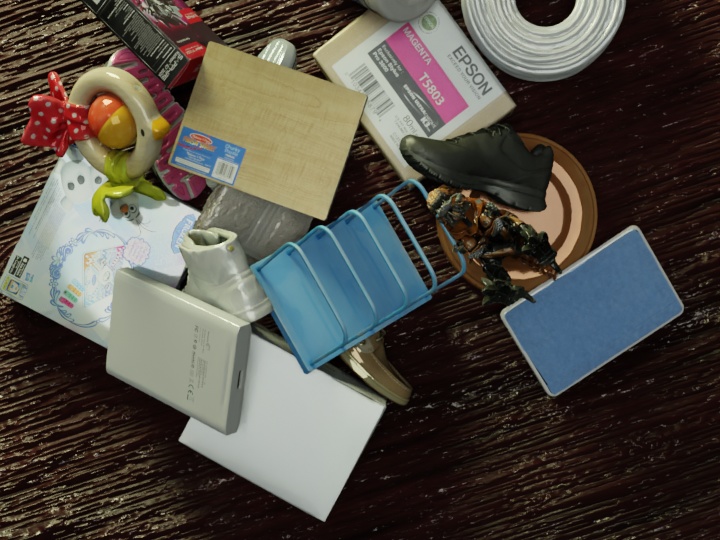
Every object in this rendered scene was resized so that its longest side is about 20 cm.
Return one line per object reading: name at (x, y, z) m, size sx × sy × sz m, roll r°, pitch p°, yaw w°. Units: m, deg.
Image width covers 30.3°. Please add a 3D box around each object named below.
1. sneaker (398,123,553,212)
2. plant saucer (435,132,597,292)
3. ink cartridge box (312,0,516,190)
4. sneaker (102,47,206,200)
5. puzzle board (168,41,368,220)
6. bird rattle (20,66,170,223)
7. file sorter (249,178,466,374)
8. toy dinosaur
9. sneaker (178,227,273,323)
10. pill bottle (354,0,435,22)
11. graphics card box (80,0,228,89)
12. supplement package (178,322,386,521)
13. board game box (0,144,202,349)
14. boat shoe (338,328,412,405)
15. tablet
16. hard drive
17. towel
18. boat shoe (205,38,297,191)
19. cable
sneaker at (0.136, -0.132, 1.538) m, size 0.198 × 0.076 × 0.092 m, roll 14°, pitch 97°, yaw -26°
plant saucer at (0.191, -0.067, 1.613) m, size 0.197 × 0.037 × 0.203 m, roll 0°, pitch 92°, yaw 2°
ink cartridge box at (0.064, -0.224, 1.593) m, size 0.164 × 0.075 × 0.201 m, roll -37°, pitch 90°, yaw 3°
sneaker at (-0.253, -0.176, 1.606) m, size 0.074 × 0.087 × 0.201 m, roll -40°, pitch 114°, yaw -22°
puzzle board at (-0.107, -0.161, 1.531) m, size 0.198 × 0.017 × 0.152 m, roll 19°, pitch 90°, yaw 8°
bird rattle at (-0.291, -0.164, 1.536) m, size 0.201 × 0.112 × 0.163 m, roll 54°, pitch 128°, yaw 13°
file sorter at (0.000, 0.000, 1.529) m, size 0.199 × 0.123 × 0.140 m, roll -29°, pitch 87°, yaw -32°
toy dinosaur at (0.164, -0.037, 1.525) m, size 0.198 × 0.136 × 0.103 m, roll 5°, pitch 122°, yaw -27°
sneaker at (-0.178, 0.005, 1.550) m, size 0.073 × 0.199 × 0.117 m, roll -30°, pitch 102°, yaw -32°
pill bottle at (-0.001, -0.372, 1.534) m, size 0.200 × 0.111 × 0.111 m, roll 37°, pitch 93°, yaw 38°
graphics card box at (-0.258, -0.308, 1.571) m, size 0.200 × 0.125 × 0.051 m, roll 44°, pitch 114°, yaw 1°
supplement package at (-0.090, 0.176, 1.589) m, size 0.199 × 0.111 × 0.157 m, roll 29°, pitch 92°, yaw 1°
board game box at (-0.311, -0.020, 1.622) m, size 0.197 × 0.043 × 0.202 m, roll 27°, pitch 92°, yaw 2°
boat shoe at (-0.002, 0.078, 1.604) m, size 0.065 × 0.071 × 0.200 m, roll -44°, pitch 89°, yaw 3°
tablet at (0.282, 0.050, 1.615) m, size 0.199 × 0.014 × 0.131 m, roll -33°, pitch 103°, yaw 1°
hard drive at (-0.211, 0.090, 1.525) m, size 0.199 × 0.026 × 0.133 m, roll 22°, pitch 112°, yaw 34°
towel at (-0.105, -0.102, 1.587) m, size 0.132 × 0.034 × 0.202 m, roll 26°, pitch 93°, yaw -37°
boat shoe at (-0.122, -0.180, 1.611) m, size 0.062 × 0.072 × 0.202 m, roll 25°, pitch 91°, yaw -37°
cable at (0.219, -0.329, 1.588) m, size 0.198 × 0.069 × 0.202 m, roll -22°, pitch 91°, yaw 2°
